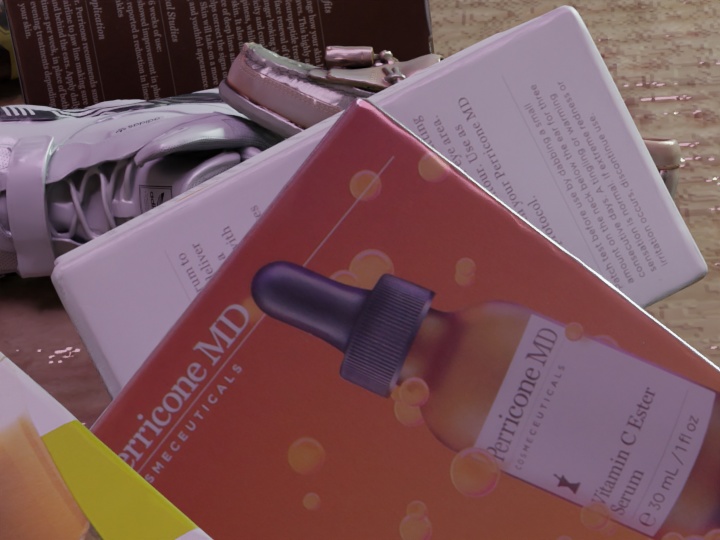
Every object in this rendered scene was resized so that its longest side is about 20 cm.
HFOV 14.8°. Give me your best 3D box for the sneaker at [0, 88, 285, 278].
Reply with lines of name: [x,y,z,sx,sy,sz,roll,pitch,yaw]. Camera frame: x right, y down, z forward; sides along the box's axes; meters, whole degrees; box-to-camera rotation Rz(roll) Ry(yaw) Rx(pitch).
sneaker: [-0.115,-0.032,1.196,0.199,0.075,0.115,-11,13,-12]

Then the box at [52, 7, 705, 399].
box: [0.000,0.000,1.000,0.200,0.107,0.152,-28,4,-4]

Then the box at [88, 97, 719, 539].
box: [0.035,0.073,0.842,0.200,0.106,0.152,38,87,11]

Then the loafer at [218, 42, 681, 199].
loafer: [0.040,-0.063,1.179,0.200,0.063,0.072,23,14,6]

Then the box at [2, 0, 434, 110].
box: [-0.069,-0.122,1.333,0.199,0.100,0.075,-10,31,-4]

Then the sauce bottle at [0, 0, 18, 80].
sauce bottle: [-0.180,-0.127,1.403,0.200,0.066,0.066,-18,32,-15]

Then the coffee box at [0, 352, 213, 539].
coffee box: [-0.137,0.162,0.763,0.199,0.200,0.198,-29,36,-21]
